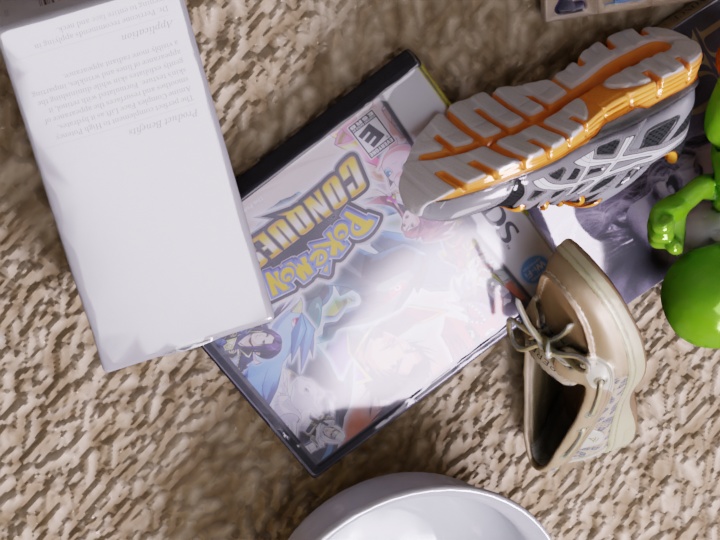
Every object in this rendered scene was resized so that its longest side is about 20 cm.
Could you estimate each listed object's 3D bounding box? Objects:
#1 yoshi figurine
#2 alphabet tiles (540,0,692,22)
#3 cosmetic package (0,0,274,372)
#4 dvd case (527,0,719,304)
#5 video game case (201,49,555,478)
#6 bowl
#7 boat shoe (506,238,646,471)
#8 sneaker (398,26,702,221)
[{"bbox_3d":[0.224,-0.035,1.232,0.112,0.112,0.201,-17,132,-39],"label":"yoshi figurine"},{"bbox_3d":[0.130,-0.224,1.195,0.199,0.008,0.168,-10,115,-12],"label":"alphabet tiles"},{"bbox_3d":[-0.121,-0.059,1.138,0.101,0.074,0.201,-16,114,-5],"label":"cosmetic package"},{"bbox_3d":[0.189,-0.074,1.290,0.199,0.016,0.149,-34,120,-2],"label":"dvd case"},{"bbox_3d":[0.000,0.000,1.243,0.200,0.026,0.181,-37,118,2],"label":"video game case"},{"bbox_3d":[0.020,0.200,1.316,0.200,0.090,0.202,-8,117,-17],"label":"bowl"},{"bbox_3d":[0.125,0.059,1.263,0.062,0.073,0.200,-30,144,-12],"label":"boat shoe"},{"bbox_3d":[0.113,-0.067,1.205,0.199,0.078,0.078,-24,129,-19],"label":"sneaker"}]
